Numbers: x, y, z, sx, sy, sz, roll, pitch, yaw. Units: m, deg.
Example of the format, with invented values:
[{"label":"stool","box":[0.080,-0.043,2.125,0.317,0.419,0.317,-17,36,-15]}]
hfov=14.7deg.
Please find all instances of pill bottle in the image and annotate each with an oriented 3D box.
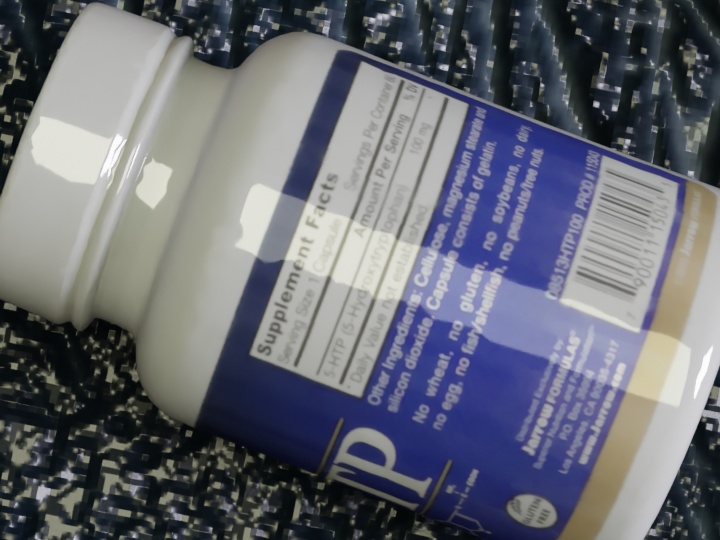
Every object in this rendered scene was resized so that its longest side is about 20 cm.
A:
[{"label":"pill bottle","box":[0.000,0.000,0.800,0.199,0.120,0.120,21,83,0]}]
